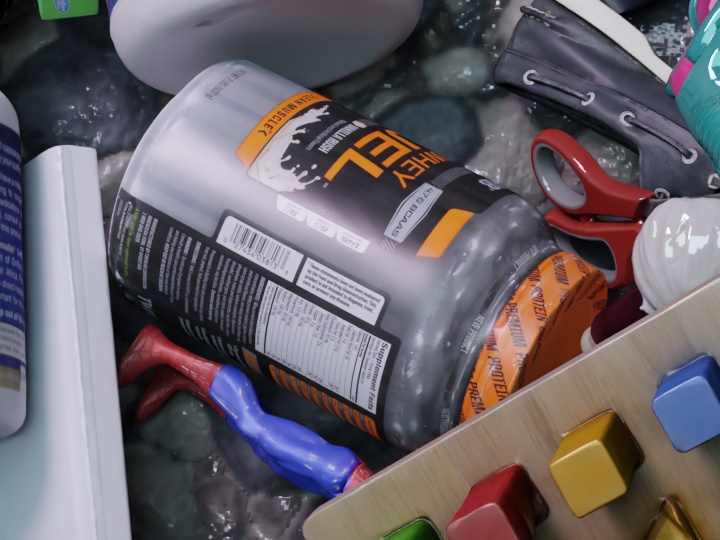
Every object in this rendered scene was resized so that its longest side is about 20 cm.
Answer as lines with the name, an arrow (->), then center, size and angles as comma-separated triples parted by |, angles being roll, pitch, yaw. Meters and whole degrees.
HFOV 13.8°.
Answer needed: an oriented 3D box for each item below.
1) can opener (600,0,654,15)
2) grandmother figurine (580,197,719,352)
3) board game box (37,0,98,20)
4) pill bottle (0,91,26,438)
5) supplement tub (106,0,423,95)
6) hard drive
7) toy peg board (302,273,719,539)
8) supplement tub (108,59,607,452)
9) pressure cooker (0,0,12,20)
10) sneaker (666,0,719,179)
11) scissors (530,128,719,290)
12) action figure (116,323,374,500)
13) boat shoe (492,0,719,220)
can opener -> 0.165, -0.205, 1.353 | 0.200, 0.079, 0.063 | -41, 31, -3
grandmother figurine -> 0.147, 0.015, 1.214 | 0.121, 0.200, 0.061 | -21, 71, 8
board game box -> -0.148, -0.233, 1.361 | 0.029, 0.135, 0.201 | -7, 50, -10
pill bottle -> -0.207, -0.028, 1.298 | 0.119, 0.120, 0.202 | -5, 78, 13
supplement tub -> -0.054, -0.194, 1.352 | 0.143, 0.144, 0.201 | -12, 73, 11
hard drive -> -0.150, 0.060, 1.332 | 0.132, 0.027, 0.201 | -28, 63, 50
toy peg board -> 0.103, 0.139, 1.095 | 0.198, 0.098, 0.201 | -30, 92, 13
supplement tub -> 0.000, 0.000, 1.298 | 0.199, 0.123, 0.123 | 27, 83, 19
pressure cooker -> -0.255, -0.208, 1.397 | 0.175, 0.179, 0.201 | -9, 72, -4
sneaker -> 0.200, -0.096, 1.255 | 0.199, 0.084, 0.121 | -27, 69, -40
scissors -> 0.128, -0.017, 1.249 | 0.014, 0.200, 0.074 | -23, 109, -24
action figure -> -0.027, 0.110, 1.307 | 0.199, 0.065, 0.099 | 23, 75, 20
boat shoe -> 0.135, -0.049, 1.303 | 0.199, 0.074, 0.066 | 42, 93, 18
